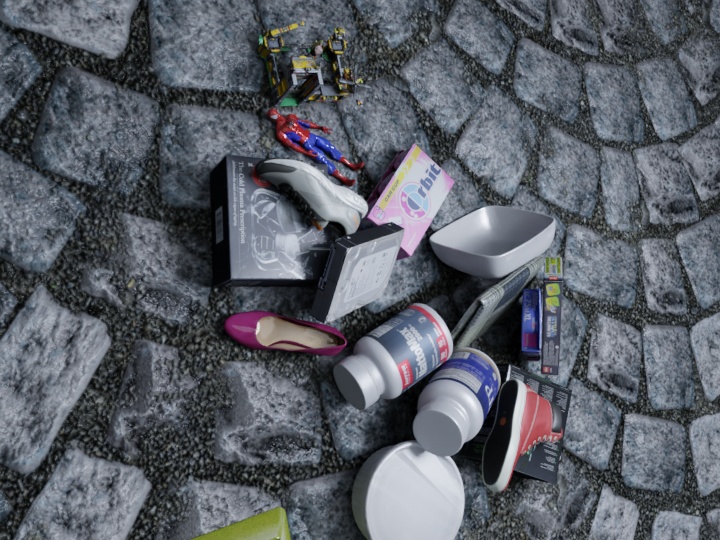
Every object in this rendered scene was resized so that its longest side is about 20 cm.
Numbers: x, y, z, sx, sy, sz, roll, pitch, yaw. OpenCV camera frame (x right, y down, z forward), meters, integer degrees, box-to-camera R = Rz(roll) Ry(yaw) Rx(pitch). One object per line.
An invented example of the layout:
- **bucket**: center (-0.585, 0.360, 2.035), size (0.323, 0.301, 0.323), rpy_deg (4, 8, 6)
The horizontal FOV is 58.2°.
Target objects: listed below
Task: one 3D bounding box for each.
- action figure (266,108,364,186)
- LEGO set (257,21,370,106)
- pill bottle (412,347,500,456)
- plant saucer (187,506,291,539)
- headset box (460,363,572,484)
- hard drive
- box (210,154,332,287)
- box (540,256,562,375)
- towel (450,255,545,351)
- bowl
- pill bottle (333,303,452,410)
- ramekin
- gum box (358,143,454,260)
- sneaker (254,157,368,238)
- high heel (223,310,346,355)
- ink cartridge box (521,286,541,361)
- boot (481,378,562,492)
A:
- **action figure**: center (-0.085, -0.231, 1.175), size (0.199, 0.052, 0.066), rpy_deg (32, 72, -17)
- **LEGO set**: center (-0.081, -0.375, 1.159), size (0.197, 0.116, 0.156), rpy_deg (0, 81, -28)
- **pill bottle**: center (0.168, 0.233, 1.145), size (0.121, 0.119, 0.200), rpy_deg (60, 34, -7)
- **plant saucer**: center (-0.181, 0.499, 0.998), size (0.198, 0.048, 0.203), rpy_deg (-10, 86, -29)
- **headset box**: center (0.305, 0.304, 1.263), size (0.172, 0.092, 0.203), rpy_deg (23, 72, -23)
- **hard drive**: center (0.000, 0.000, 1.095), size (0.199, 0.038, 0.141), rpy_deg (-20, 133, -57)
- **box**: center (-0.149, -0.076, 1.081), size (0.180, 0.104, 0.203), rpy_deg (0, 82, -29)
- **box**: center (0.370, 0.088, 1.254), size (0.110, 0.034, 0.203), rpy_deg (-59, 147, -60)
- **towel**: center (0.250, 0.068, 1.229), size (0.191, 0.201, 0.035), rpy_deg (-31, 66, -32)
- **bowl**: center (0.259, -0.049, 1.253), size (0.198, 0.199, 0.076), rpy_deg (-29, 117, -28)
- **pill bottle**: center (0.056, 0.155, 1.142), size (0.199, 0.119, 0.121), rpy_deg (-31, 96, -28)
- **ramekin**: center (0.076, 0.397, 1.125), size (0.200, 0.094, 0.206), rpy_deg (5, 79, -26)
- **gum box**: center (0.087, -0.134, 1.236), size (0.113, 0.066, 0.201), rpy_deg (40, 66, -18)
- **sneaker**: center (-0.079, -0.115, 1.026), size (0.199, 0.074, 0.080), rpy_deg (28, 74, -23)
- **high heel**: center (-0.122, 0.100, 1.069), size (0.198, 0.096, 0.068), rpy_deg (9, 77, -26)
- **ink cartridge box**: center (0.338, 0.108, 1.272), size (0.041, 0.200, 0.121), rpy_deg (1, 77, 14)
- **boot**: center (0.302, 0.317, 1.168), size (0.143, 0.072, 0.202), rpy_deg (31, 66, -21)
